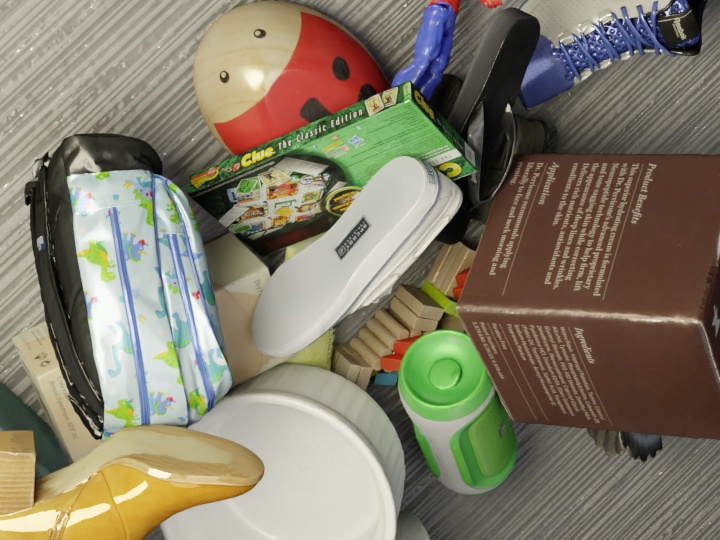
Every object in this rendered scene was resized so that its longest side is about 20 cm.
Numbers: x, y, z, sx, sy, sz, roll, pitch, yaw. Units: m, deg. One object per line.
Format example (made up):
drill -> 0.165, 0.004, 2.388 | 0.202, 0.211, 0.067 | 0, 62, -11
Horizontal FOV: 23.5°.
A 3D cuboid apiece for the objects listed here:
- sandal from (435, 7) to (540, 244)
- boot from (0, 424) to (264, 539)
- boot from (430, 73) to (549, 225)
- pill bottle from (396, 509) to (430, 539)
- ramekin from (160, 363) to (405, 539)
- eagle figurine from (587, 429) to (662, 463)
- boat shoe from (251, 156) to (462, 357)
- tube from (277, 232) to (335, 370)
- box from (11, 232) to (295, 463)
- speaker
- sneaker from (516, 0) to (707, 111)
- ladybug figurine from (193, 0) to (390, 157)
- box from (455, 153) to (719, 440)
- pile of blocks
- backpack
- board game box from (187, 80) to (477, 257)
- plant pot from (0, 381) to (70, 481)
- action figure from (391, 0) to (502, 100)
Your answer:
sandal -> 0.096, -0.105, 1.353 | 0.076, 0.043, 0.201 | -18, 133, -52
boot -> -0.170, 0.184, 1.191 | 0.200, 0.071, 0.144 | 3, 111, -7
boot -> 0.080, -0.055, 1.451 | 0.130, 0.068, 0.200 | 27, 92, -35
pill bottle -> -0.035, 0.281, 1.523 | 0.199, 0.113, 0.113 | -17, 120, -20
ramekin -> -0.058, 0.174, 1.411 | 0.200, 0.098, 0.201 | 5, 112, 12
eagle figurine -> 0.248, 0.063, 1.548 | 0.152, 0.151, 0.200 | 35, 87, -46
boat shoe -> 0.000, 0.000, 1.322 | 0.200, 0.074, 0.065 | -42, 140, 22
tube -> -0.047, 0.060, 1.451 | 0.052, 0.058, 0.201 | 6, 108, -6
box -> -0.162, 0.060, 1.372 | 0.200, 0.078, 0.095 | -28, 122, -14
speaker -> 0.086, 0.126, 1.489 | 0.088, 0.088, 0.200 | -37, 151, -8
sneaker -> 0.214, -0.206, 1.426 | 0.199, 0.115, 0.081 | -36, 123, -9
ladybug figurine -> -0.040, -0.127, 1.353 | 0.200, 0.072, 0.136 | 32, 95, -35
box -> 0.208, 0.019, 1.377 | 0.164, 0.199, 0.166 | 62, 41, -45
pile of blocks -> 0.053, 0.058, 1.496 | 0.200, 0.062, 0.082 | -42, 125, -4
backpack -> -0.168, 0.023, 1.245 | 0.153, 0.163, 0.201 | 5, 70, -17
board game box -> -0.022, -0.074, 1.323 | 0.200, 0.024, 0.105 | -21, 139, 23
plant pot -> -0.342, 0.144, 1.255 | 0.196, 0.196, 0.200 | -40, 119, -6
action figure -> 0.085, -0.186, 1.354 | 0.065, 0.099, 0.201 | 34, 65, -66
